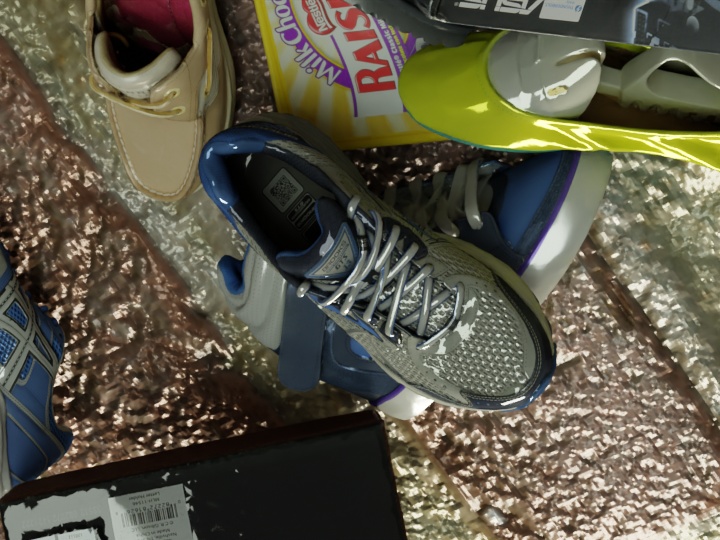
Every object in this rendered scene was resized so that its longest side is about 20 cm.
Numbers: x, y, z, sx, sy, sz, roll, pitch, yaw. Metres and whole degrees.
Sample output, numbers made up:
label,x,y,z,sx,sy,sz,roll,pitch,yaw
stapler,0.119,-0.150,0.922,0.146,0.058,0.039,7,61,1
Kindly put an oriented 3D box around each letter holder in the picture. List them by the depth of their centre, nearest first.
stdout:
label,x,y,z,sx,sy,sz,roll,pitch,yaw
letter holder,-0.078,0.141,1.106,0.199,0.142,0.101,-12,93,-2

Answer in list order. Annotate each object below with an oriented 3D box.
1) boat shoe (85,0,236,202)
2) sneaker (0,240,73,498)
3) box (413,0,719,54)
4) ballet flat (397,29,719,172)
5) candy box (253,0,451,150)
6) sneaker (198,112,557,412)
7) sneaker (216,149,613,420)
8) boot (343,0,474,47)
label,x,y,z,sx,sy,sz,roll,pitch,yaw
boat shoe,-0.103,-0.111,0.994,0.073,0.069,0.201,12,128,15
sneaker,-0.207,0.024,1.109,0.076,0.077,0.201,6,109,47
box,0.132,-0.176,0.882,0.199,0.044,0.161,4,124,-23
ballet flat,0.119,-0.088,0.958,0.199,0.067,0.067,9,153,-6
candy box,-0.005,-0.152,0.985,0.102,0.026,0.201,-4,118,16
sneaker,0.000,0.000,0.954,0.200,0.085,0.077,36,99,15
sneaker,0.013,-0.021,1.022,0.146,0.081,0.200,33,126,-12
boot,0.030,-0.216,0.900,0.164,0.066,0.200,27,107,-21
